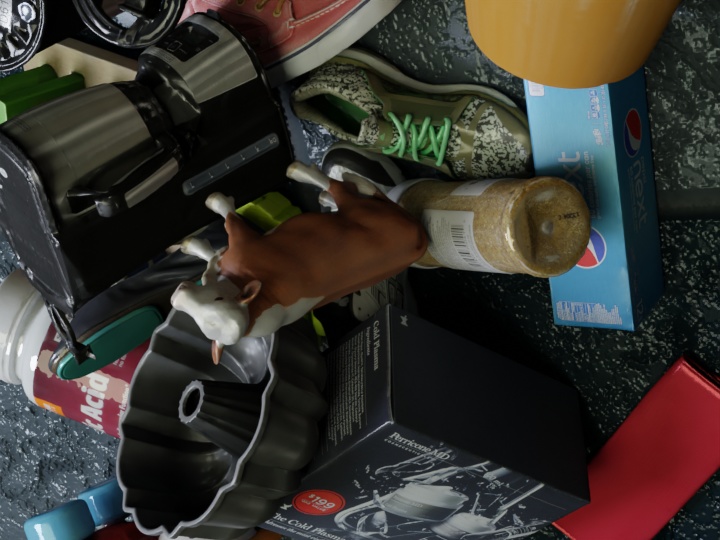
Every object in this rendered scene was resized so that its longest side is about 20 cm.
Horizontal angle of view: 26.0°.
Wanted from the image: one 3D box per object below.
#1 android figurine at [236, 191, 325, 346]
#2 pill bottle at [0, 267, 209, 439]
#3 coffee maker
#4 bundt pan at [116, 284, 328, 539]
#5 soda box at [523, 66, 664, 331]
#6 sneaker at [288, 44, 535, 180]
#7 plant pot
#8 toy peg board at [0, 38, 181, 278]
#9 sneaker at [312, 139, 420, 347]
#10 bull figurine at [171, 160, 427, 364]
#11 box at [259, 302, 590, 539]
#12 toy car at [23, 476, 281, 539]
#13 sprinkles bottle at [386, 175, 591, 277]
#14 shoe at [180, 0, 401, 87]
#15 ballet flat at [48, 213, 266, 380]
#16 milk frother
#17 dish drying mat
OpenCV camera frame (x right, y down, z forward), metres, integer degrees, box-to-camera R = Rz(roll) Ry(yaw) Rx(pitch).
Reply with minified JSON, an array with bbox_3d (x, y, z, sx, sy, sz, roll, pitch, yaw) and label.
[{"bbox_3d":[-0.095,0.004,1.305,0.182,0.041,0.201,8,118,28],"label":"android figurine"},{"bbox_3d":[-0.209,0.075,1.299,0.199,0.114,0.114,20,123,10],"label":"pill bottle"},{"bbox_3d":[-0.161,-0.068,1.140,0.135,0.200,0.192,47,153,25],"label":"coffee maker"},{"bbox_3d":[-0.094,0.106,1.145,0.076,0.202,0.202,23,138,-33],"label":"bundt pan"},{"bbox_3d":[0.166,-0.062,1.095,0.064,0.068,0.201,4,116,30],"label":"soda box"},{"bbox_3d":[0.033,-0.101,1.143,0.199,0.089,0.077,20,122,22],"label":"sneaker"},{"bbox_3d":[0.139,-0.221,0.967,0.200,0.200,0.184,26,140,18],"label":"plant pot"},{"bbox_3d":[-0.237,-0.075,1.287,0.200,0.098,0.200,23,125,39],"label":"toy peg board"},{"bbox_3d":[0.000,0.000,1.210,0.075,0.088,0.201,4,118,30],"label":"sneaker"},{"bbox_3d":[-0.053,-0.010,1.077,0.121,0.200,0.065,49,144,36],"label":"bull figurine"},{"bbox_3d":[0.039,0.140,1.190,0.200,0.104,0.182,24,136,-31],"label":"box"},{"bbox_3d":[-0.168,0.269,1.415,0.200,0.177,0.185,-23,89,24],"label":"toy car"},{"bbox_3d":[0.083,-0.032,1.103,0.200,0.068,0.068,6,122,65],"label":"sprinkles bottle"},{"bbox_3d":[-0.063,-0.193,1.160,0.200,0.071,0.091,-21,110,43],"label":"shoe"},{"bbox_3d":[-0.164,0.013,1.226,0.073,0.200,0.073,58,170,16],"label":"ballet flat"},{"bbox_3d":[-0.182,-0.229,1.147,0.200,0.188,0.181,37,128,10],"label":"milk frother"},{"bbox_3d":[0.223,0.151,1.200,0.077,0.018,0.200,38,126,8],"label":"dish drying mat"}]
